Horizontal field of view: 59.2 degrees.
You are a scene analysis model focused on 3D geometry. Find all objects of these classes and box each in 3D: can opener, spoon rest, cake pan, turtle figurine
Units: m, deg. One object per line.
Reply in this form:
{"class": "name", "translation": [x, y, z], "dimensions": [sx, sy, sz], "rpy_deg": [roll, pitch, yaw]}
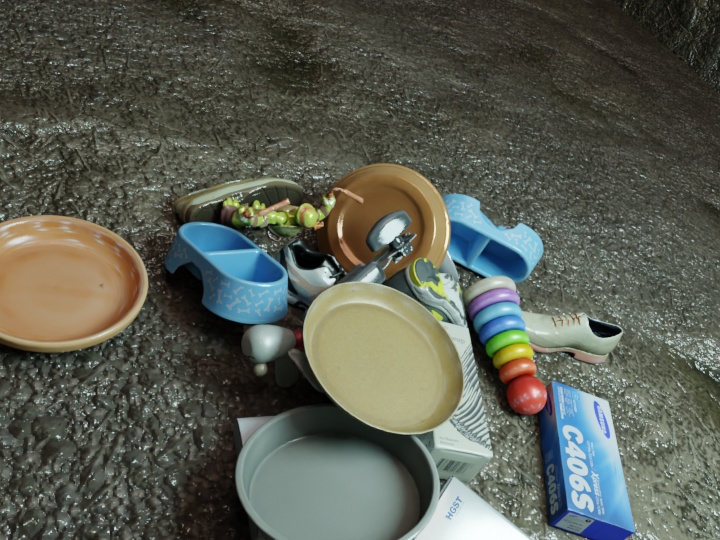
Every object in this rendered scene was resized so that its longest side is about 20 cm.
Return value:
{"class": "can opener", "translation": [0.000, 0.000, 0.831], "dimensions": [0.200, 0.053, 0.067], "rpy_deg": [-46, 107, -27]}
{"class": "spoon rest", "translation": [0.100, -0.062, 0.990], "dimensions": [0.200, 0.060, 0.099], "rpy_deg": [56, -4, -15]}
{"class": "cake pan", "translation": [-0.023, 0.209, 0.624], "dimensions": [0.199, 0.037, 0.201], "rpy_deg": [5, 27, -3]}
{"class": "turtle figurine", "translation": [-0.103, -0.073, 0.864], "dimensions": [0.161, 0.065, 0.199], "rpy_deg": [5, 16, 43]}

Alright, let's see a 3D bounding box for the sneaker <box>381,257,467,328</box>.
{"class": "sneaker", "translation": [0.089, 0.041, 0.894], "dimensions": [0.200, 0.084, 0.075], "rpy_deg": [40, 38, -53]}

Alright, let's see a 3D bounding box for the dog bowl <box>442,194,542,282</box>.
{"class": "dog bowl", "translation": [0.200, -0.047, 1.048], "dimensions": [0.199, 0.112, 0.050], "rpy_deg": [28, 53, 1]}

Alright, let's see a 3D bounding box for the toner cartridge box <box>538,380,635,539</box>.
{"class": "toner cartridge box", "translation": [0.292, 0.248, 0.839], "dimensions": [0.095, 0.043, 0.201], "rpy_deg": [21, 40, -9]}

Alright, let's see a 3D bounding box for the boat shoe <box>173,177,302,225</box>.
{"class": "boat shoe", "translation": [-0.182, -0.111, 0.951], "dimensions": [0.199, 0.072, 0.076], "rpy_deg": [-14, 38, -40]}

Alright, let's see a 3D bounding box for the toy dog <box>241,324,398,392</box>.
{"class": "toy dog", "translation": [-0.048, 0.120, 0.755], "dimensions": [0.199, 0.132, 0.097], "rpy_deg": [7, 82, -16]}

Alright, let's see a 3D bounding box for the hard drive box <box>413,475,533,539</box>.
{"class": "hard drive box", "translation": [0.120, 0.330, 0.611], "dimensions": [0.200, 0.077, 0.156], "rpy_deg": [38, 51, 12]}

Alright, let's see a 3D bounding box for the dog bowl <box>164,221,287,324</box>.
{"class": "dog bowl", "translation": [-0.168, -0.004, 0.806], "dimensions": [0.111, 0.050, 0.200], "rpy_deg": [-6, 31, -45]}

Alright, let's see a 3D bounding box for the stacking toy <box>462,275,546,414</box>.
{"class": "stacking toy", "translation": [0.214, 0.110, 0.913], "dimensions": [0.085, 0.085, 0.201], "rpy_deg": [3, 53, -26]}

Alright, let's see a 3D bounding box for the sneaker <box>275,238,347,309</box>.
{"class": "sneaker", "translation": [-0.035, 0.031, 0.867], "dimensions": [0.199, 0.080, 0.074], "rpy_deg": [28, 38, -1]}

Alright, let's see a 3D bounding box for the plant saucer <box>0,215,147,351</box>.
{"class": "plant saucer", "translation": [-0.351, 0.017, 0.729], "dimensions": [0.199, 0.038, 0.201], "rpy_deg": [16, 40, -14]}

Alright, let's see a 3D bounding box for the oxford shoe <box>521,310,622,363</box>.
{"class": "oxford shoe", "translation": [0.317, 0.088, 1.000], "dimensions": [0.199, 0.074, 0.071], "rpy_deg": [12, 42, -17]}

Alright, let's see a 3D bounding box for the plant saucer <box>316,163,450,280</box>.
{"class": "plant saucer", "translation": [0.031, -0.060, 0.923], "dimensions": [0.200, 0.201, 0.037], "rpy_deg": [33, 1, 8]}

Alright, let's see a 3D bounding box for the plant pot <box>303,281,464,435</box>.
{"class": "plant pot", "translation": [0.025, 0.098, 0.715], "dimensions": [0.199, 0.028, 0.201], "rpy_deg": [17, 43, -16]}

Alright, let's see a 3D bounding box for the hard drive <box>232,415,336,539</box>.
{"class": "hard drive", "translation": [-0.033, 0.220, 0.704], "dimensions": [0.199, 0.027, 0.132], "rpy_deg": [2, 46, -27]}

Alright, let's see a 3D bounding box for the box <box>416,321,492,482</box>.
{"class": "box", "translation": [0.105, 0.160, 0.810], "dimensions": [0.082, 0.069, 0.201], "rpy_deg": [14, 42, -16]}
